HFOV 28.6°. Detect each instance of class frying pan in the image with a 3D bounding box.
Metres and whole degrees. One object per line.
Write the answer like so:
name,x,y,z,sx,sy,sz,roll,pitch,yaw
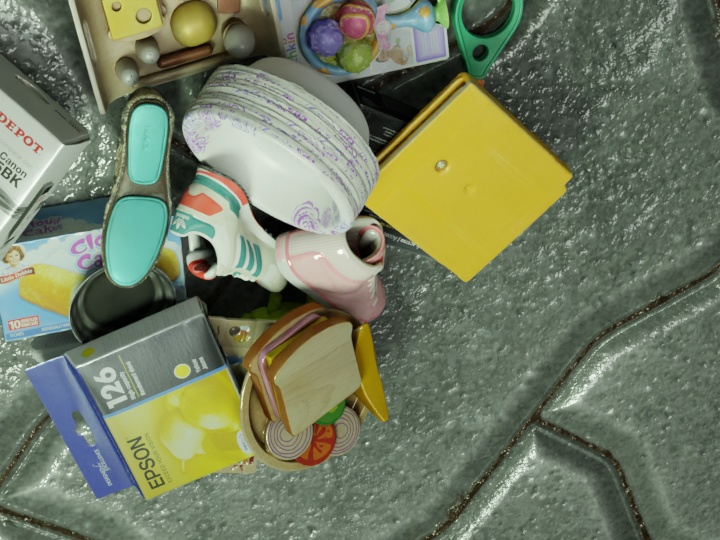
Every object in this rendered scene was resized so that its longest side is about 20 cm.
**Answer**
frying pan,-0.230,0.058,1.493,0.114,0.031,0.190,-37,131,3

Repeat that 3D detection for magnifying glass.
magnifying glass,0.128,-0.232,1.544,0.078,0.022,0.203,-1,118,-20

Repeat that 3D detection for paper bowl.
paper bowl,-0.071,-0.133,1.414,0.201,0.199,0.105,46,67,-35

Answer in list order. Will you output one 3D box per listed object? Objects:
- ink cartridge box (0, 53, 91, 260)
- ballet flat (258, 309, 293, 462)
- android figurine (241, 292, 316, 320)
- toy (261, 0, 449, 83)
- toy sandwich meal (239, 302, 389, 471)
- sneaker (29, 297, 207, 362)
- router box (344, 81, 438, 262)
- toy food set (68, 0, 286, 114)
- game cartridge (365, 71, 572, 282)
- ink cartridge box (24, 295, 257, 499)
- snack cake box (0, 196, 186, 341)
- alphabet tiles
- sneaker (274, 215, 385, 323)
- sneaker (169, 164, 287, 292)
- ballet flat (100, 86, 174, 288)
ink cartridge box,-0.380,-0.096,1.358,0.146,0.083,0.201,39,103,-1
ballet flat,-0.093,0.127,1.609,0.065,0.071,0.202,24,111,-2
android figurine,-0.097,0.114,1.652,0.179,0.041,0.202,2,119,-21
toy,0.000,-0.247,1.468,0.197,0.047,0.117,-16,122,-12
toy sandwich meal,-0.045,0.130,1.522,0.203,0.070,0.208,-15,116,-34
sneaker,-0.261,0.107,1.562,0.197,0.074,0.120,-10,116,-18
router box,0.041,-0.104,1.555,0.198,0.051,0.150,19,120,-28
toy food set,-0.180,-0.247,1.392,0.197,0.061,0.145,-18,125,-10
game cartridge,0.113,-0.096,1.529,0.176,0.033,0.199,-42,129,15
ink cartridge box,-0.226,0.150,1.506,0.198,0.047,0.199,-24,124,-4
snack cake box,-0.289,-0.008,1.491,0.197,0.067,0.116,-11,124,-15
alphabet tiles,-0.147,0.139,1.552,0.164,0.006,0.202,4,118,-17
sneaker,0.000,0.000,1.555,0.103,0.076,0.200,-17,152,26
sneaker,-0.144,-0.021,1.500,0.094,0.070,0.200,-56,146,-19
ballet flat,-0.221,-0.087,1.413,0.067,0.075,0.203,5,109,-14
